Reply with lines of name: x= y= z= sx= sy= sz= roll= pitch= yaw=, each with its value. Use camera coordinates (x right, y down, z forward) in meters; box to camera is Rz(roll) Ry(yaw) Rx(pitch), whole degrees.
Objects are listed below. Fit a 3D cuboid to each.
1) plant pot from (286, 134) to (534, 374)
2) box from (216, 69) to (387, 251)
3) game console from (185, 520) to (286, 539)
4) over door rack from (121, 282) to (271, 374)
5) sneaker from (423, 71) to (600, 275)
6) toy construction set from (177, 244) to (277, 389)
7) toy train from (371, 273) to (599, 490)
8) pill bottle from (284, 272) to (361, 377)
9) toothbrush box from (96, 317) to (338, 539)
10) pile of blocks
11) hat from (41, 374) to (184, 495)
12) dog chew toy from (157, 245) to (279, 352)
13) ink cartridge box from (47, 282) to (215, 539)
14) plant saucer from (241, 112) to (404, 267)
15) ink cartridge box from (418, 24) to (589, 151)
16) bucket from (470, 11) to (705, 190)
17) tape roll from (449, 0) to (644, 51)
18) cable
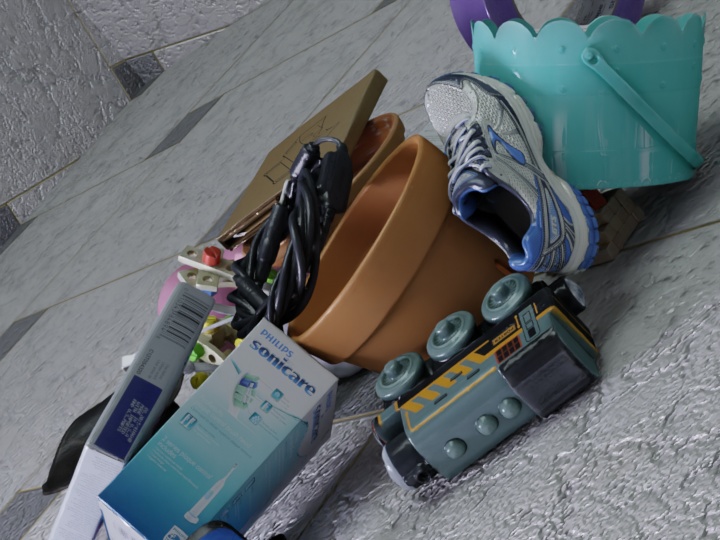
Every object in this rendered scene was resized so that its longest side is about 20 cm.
plant pot: x=0.050 y=0.008 z=1.455 sx=0.201 sy=0.140 sz=0.200 roll=-55 pitch=11 yaw=17
box: x=-0.054 y=-0.112 z=1.754 sx=0.163 sy=0.021 sz=0.200 roll=-36 pitch=15 yaw=28
game console: x=-0.155 y=0.265 z=1.374 sx=0.200 sy=0.171 sz=0.118 roll=-41 pitch=42 yaw=1
over door rack: x=-0.158 y=0.109 z=1.624 sx=0.199 sy=0.066 sz=0.149 roll=-30 pitch=49 yaw=32
sneaker: x=0.102 y=-0.078 z=1.365 sx=0.085 sy=0.200 sz=0.077 roll=-12 pitch=-35 yaw=-39
toy construction set: x=-0.122 y=0.051 z=1.769 sx=0.092 sy=0.131 sz=0.201 roll=-43 pitch=-28 yaw=-31
toy train: x=0.091 y=0.085 z=1.336 sx=0.200 sy=0.085 sz=0.114 roll=-37 pitch=26 yaw=14
pill bottle: x=0.000 y=0.000 z=1.704 sx=0.112 sy=0.112 sz=0.200 roll=-24 pitch=24 yaw=46
toothbrush box: x=-0.112 y=0.157 z=1.433 sx=0.200 sy=0.085 sz=0.147 roll=-47 pitch=-14 yaw=-19
pile of blocks: x=0.166 y=-0.048 z=1.534 sx=0.082 sy=0.062 sz=0.200 roll=-44 pitch=16 yaw=-10
hat: x=-0.234 y=0.180 z=1.829 sx=0.200 sy=0.081 sz=0.201 roll=-37 pitch=20 yaw=16
dog chew toy: x=-0.121 y=0.020 z=1.931 sx=0.199 sy=0.125 sz=0.125 roll=-34 pitch=16 yaw=-1
ink cartridge box: x=-0.199 y=0.139 z=1.493 sx=0.200 sy=0.043 sz=0.197 roll=117 pitch=178 yaw=-46
plant saucer: x=-0.029 y=-0.070 z=1.685 sx=0.200 sy=0.037 sz=0.200 roll=-39 pitch=16 yaw=13
ink cartridge box: x=0.152 y=-0.144 z=1.741 sx=0.200 sy=0.086 sz=0.146 roll=-47 pitch=27 yaw=-23
bucket: x=0.189 y=-0.142 z=1.459 sx=0.206 sy=0.136 sz=0.207 roll=-2 pitch=9 yaw=0
tape roll: x=0.199 y=-0.307 z=1.887 sx=0.200 sy=0.200 sz=0.085 roll=-45 pitch=16 yaw=-15
cable: x=-0.070 y=-0.017 z=1.511 sx=0.163 sy=0.051 sz=0.201 roll=-44 pitch=25 yaw=38
